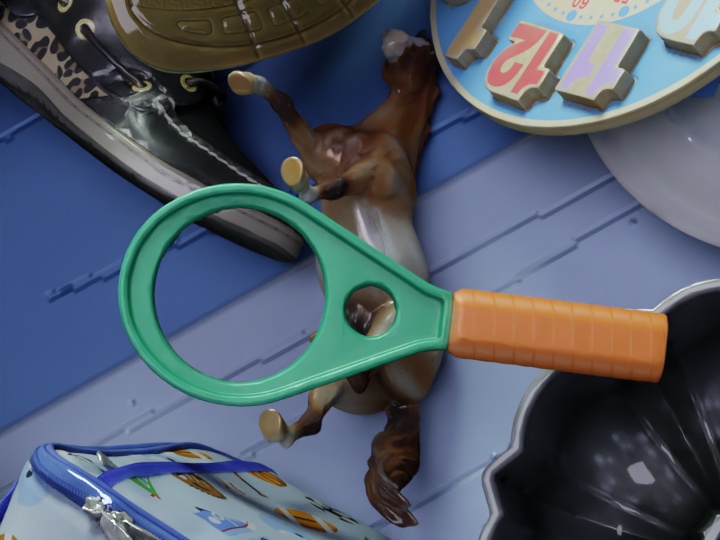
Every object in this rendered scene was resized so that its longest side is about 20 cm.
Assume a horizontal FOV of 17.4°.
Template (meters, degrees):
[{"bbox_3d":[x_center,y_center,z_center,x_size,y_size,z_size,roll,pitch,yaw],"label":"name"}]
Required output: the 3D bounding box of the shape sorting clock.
[{"bbox_3d":[0.108,-0.141,0.921,0.199,0.039,0.201,-25,49,32],"label":"shape sorting clock"}]

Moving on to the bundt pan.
[{"bbox_3d":[0.146,0.108,0.876,0.200,0.076,0.204,-3,77,14],"label":"bundt pan"}]

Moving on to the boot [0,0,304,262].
[{"bbox_3d":[-0.069,-0.110,0.985,0.200,0.073,0.151,36,88,24],"label":"boot"}]

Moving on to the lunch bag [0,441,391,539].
[{"bbox_3d":[-0.047,0.116,0.857,0.160,0.200,0.076,30,94,18],"label":"lunch bag"}]

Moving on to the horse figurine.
[{"bbox_3d":[0.000,0.000,0.925,0.050,0.132,0.202,-10,85,25],"label":"horse figurine"}]

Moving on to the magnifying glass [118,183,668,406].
[{"bbox_3d":[0.012,0.016,0.852,0.198,0.022,0.080,7,86,0],"label":"magnifying glass"}]

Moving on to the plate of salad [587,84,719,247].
[{"bbox_3d":[0.180,-0.095,0.926,0.198,0.048,0.202,-7,68,18],"label":"plate of salad"}]

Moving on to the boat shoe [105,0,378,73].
[{"bbox_3d":[-0.015,-0.132,0.932,0.199,0.066,0.074,-28,94,-20],"label":"boat shoe"}]
